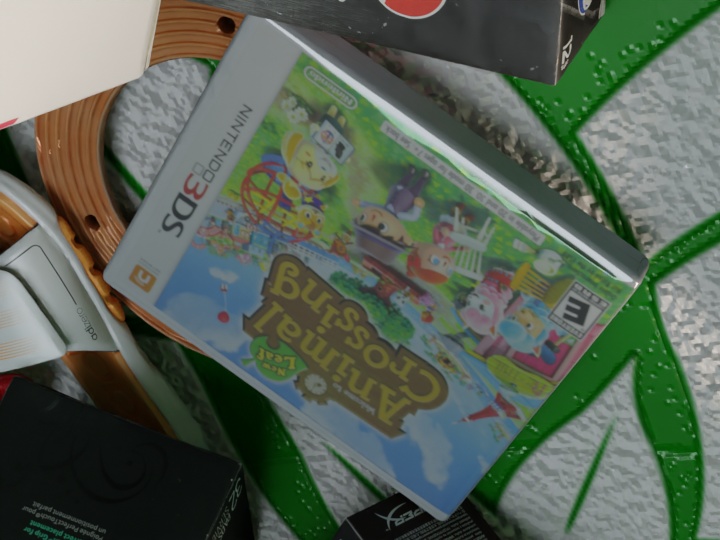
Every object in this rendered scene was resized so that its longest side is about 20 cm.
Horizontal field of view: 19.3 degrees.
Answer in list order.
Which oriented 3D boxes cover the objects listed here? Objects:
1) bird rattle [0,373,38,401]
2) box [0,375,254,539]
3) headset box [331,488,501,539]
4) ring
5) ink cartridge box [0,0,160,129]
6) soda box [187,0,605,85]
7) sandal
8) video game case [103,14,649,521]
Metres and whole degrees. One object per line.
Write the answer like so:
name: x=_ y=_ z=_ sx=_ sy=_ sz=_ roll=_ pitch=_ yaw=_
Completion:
bird rattle: x=-0.250 y=0.031 z=1.085 sx=0.162 sy=0.113 sz=0.201 roll=5 pitch=138 yaw=39
box: x=-0.144 y=0.181 z=1.009 sx=0.123 sy=0.201 sz=0.149 roll=20 pitch=158 yaw=9
headset box: x=0.047 y=0.223 z=1.006 sx=0.200 sy=0.077 sz=0.149 roll=49 pitch=134 yaw=20
ring: x=-0.058 y=-0.041 z=0.961 sx=0.199 sy=0.019 sz=0.202 roll=13 pitch=126 yaw=19
ink cartridge box: x=-0.192 y=-0.145 z=0.830 sx=0.200 sy=0.144 sz=0.085 roll=45 pitch=139 yaw=26
soda box: x=-0.003 y=-0.136 z=0.836 sx=0.198 sy=0.063 sz=0.071 roll=15 pitch=128 yaw=19
sandal: x=-0.148 y=0.038 z=1.024 sx=0.079 sy=0.059 sz=0.207 roll=-13 pitch=116 yaw=55
video game case: x=0.000 y=0.000 z=0.933 sx=0.199 sy=0.022 sz=0.182 roll=35 pitch=131 yaw=0
